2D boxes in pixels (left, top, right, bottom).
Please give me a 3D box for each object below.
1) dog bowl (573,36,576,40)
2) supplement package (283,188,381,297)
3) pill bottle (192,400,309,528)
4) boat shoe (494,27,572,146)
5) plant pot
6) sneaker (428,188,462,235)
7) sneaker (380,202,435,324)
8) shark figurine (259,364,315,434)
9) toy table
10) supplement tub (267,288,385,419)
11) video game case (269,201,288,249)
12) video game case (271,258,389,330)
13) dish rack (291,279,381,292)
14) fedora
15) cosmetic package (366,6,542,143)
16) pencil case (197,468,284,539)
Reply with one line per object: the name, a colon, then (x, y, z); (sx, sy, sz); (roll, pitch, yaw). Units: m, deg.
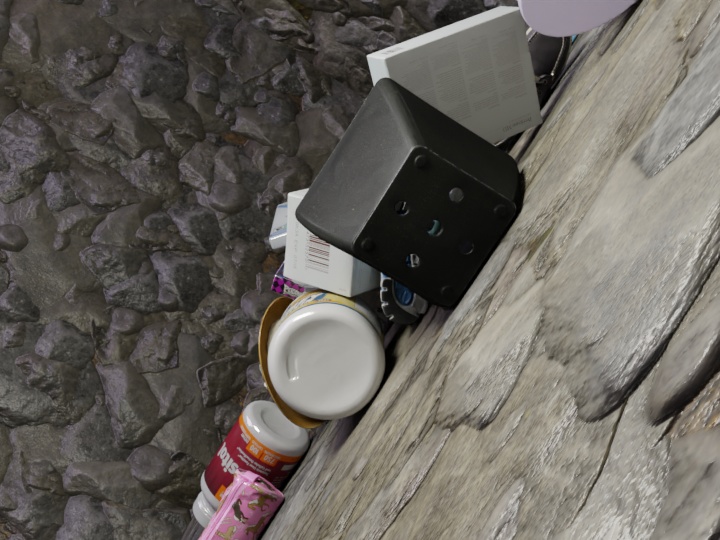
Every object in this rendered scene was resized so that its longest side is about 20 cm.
dog bowl: (0.308, -0.385, 1.695); (0.200, 0.050, 0.111); (-61, 5, -33)
supplement package: (0.005, -0.052, 1.521); (0.200, 0.117, 0.117); (-18, -63, -51)
pill bottle: (-0.171, 0.305, 1.732); (0.200, 0.113, 0.113); (-57, 4, 20)
boat shoe: (0.223, -0.247, 1.533); (0.200, 0.072, 0.065); (-59, 7, 38)
plant pot: (0.067, -0.072, 1.277); (0.200, 0.199, 0.177); (-57, 17, 10)
sneaker: (0.120, -0.098, 1.515); (0.118, 0.074, 0.201); (-46, 13, 42)
sneaker: (0.052, -0.035, 1.441); (0.087, 0.075, 0.200); (-154, 71, -84)
shark figurine: (-0.080, 0.184, 1.789); (0.089, 0.128, 0.214); (-44, -10, -1)
toy table: (0.262, -0.364, 1.309); (0.200, 0.184, 0.117); (-30, 25, 12)
supplement tub: (-0.041, 0.100, 1.470); (0.145, 0.145, 0.200); (-57, 4, 7)
video game case: (-0.039, -0.098, 1.756); (0.200, 0.022, 0.182); (-19, 18, 6)
video game case: (-0.019, 0.000, 1.741); (0.200, 0.181, 0.036); (-63, -6, -53)
dish rack: (0.000, 0.000, 1.626); (0.172, 0.200, 0.044); (-72, -14, -73)
fedora: (-0.069, 0.129, 1.660); (0.082, 0.201, 0.201); (-14, 28, 28)
cosmetic package: (0.118, -0.220, 1.389); (0.200, 0.151, 0.052); (-23, 23, -21)
pencil case: (-0.189, 0.376, 1.606); (0.200, 0.083, 0.087); (-57, 3, -4)
